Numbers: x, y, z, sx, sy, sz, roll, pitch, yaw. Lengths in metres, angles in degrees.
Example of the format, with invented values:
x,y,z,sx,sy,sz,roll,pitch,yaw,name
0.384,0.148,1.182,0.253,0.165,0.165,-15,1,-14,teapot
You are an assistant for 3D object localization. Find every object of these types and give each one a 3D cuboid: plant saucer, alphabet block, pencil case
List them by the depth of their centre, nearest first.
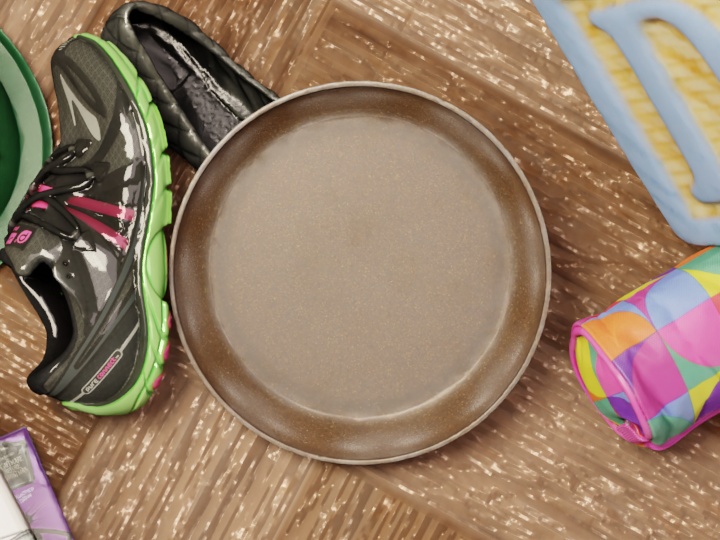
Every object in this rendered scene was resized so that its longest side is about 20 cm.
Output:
x,y,z,sx,sy,sz,roll,pitch,yaw,name
0.234,-0.146,1.187,0.200,0.196,0.196,-40,107,-19,alphabet block
0.000,0.000,1.224,0.198,0.032,0.202,0,100,1,plant saucer
0.210,0.021,1.244,0.199,0.088,0.089,-28,83,-9,pencil case

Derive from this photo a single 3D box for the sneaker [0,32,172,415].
x,y,z,sx,sy,sz,roll,pitch,yaw,name
-0.144,-0.026,1.209,0.083,0.077,0.202,0,81,-24,sneaker

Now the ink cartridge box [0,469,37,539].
x,y,z,sx,sy,sz,roll,pitch,yaw,name
-0.195,0.143,1.117,0.084,0.145,0.201,-27,81,-10,ink cartridge box

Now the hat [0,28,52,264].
x,y,z,sx,sy,sz,roll,pitch,yaw,name
-0.245,-0.097,1.170,0.165,0.176,0.201,-28,83,-11,hat

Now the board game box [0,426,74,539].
x,y,z,sx,sy,sz,roll,pitch,yaw,name
-0.239,0.175,1.195,0.199,0.032,0.121,-24,78,-10,board game box

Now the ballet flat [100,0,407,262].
x,y,z,sx,sy,sz,roll,pitch,yaw,name
-0.059,-0.070,1.245,0.199,0.057,0.067,36,77,1,ballet flat
